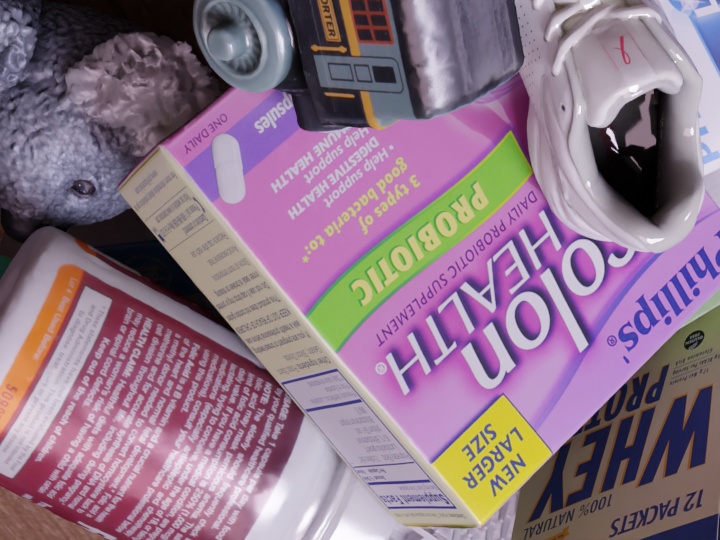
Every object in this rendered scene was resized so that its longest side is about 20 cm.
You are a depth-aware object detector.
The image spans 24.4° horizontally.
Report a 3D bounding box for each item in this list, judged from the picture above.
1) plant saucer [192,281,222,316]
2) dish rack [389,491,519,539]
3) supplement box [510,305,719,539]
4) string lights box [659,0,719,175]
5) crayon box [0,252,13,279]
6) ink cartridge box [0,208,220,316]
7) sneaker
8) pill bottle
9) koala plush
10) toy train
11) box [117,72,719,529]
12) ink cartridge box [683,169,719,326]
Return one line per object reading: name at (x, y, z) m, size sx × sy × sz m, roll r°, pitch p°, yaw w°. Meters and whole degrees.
plant saucer at (-0.044, 0.029, 0.897) m, size 0.019 × 0.070 × 0.200 m, roll -26°, pitch 142°, yaw 8°
dish rack at (0.079, 0.136, 1.013) m, size 0.172 × 0.044 × 0.200 m, roll 37°, pitch 136°, yaw -20°
supplement box at (0.197, 0.137, 0.867) m, size 0.200 × 0.200 × 0.134 m, roll 40°, pitch 132°, yaw -24°
string lights box at (0.200, -0.125, 0.662) m, size 0.200 × 0.059 × 0.103 m, roll -24°, pitch 104°, yaw 27°
crayon box at (-0.134, 0.071, 0.877) m, size 0.200 × 0.058 × 0.119 m, roll 27°, pitch 151°, yaw -16°
ink cartridge box at (-0.107, 0.038, 0.952) m, size 0.116 × 0.068 × 0.200 m, roll -6°, pitch 133°, yaw 23°
sneaker at (0.086, -0.096, 0.616) m, size 0.078 × 0.099 × 0.200 m, roll -27°, pitch 107°, yaw -1°
pill bottle at (-0.085, 0.075, 0.766) m, size 0.200 × 0.114 × 0.114 m, roll 30°, pitch 135°, yaw -15°
koala plush at (-0.166, -0.086, 0.785) m, size 0.200 × 0.184 × 0.177 m, roll 13°, pitch 170°, yaw -13°
toy train at (-0.009, -0.141, 0.584) m, size 0.114 × 0.085 × 0.200 m, roll 9°, pitch 120°, yaw 41°
box at (0.031, -0.021, 0.716) m, size 0.200 × 0.176 × 0.097 m, roll 51°, pitch 161°, yaw -6°
ink cartridge box at (0.125, -0.074, 0.786) m, size 0.200 × 0.048 × 0.146 m, roll 50°, pitch 131°, yaw -3°
